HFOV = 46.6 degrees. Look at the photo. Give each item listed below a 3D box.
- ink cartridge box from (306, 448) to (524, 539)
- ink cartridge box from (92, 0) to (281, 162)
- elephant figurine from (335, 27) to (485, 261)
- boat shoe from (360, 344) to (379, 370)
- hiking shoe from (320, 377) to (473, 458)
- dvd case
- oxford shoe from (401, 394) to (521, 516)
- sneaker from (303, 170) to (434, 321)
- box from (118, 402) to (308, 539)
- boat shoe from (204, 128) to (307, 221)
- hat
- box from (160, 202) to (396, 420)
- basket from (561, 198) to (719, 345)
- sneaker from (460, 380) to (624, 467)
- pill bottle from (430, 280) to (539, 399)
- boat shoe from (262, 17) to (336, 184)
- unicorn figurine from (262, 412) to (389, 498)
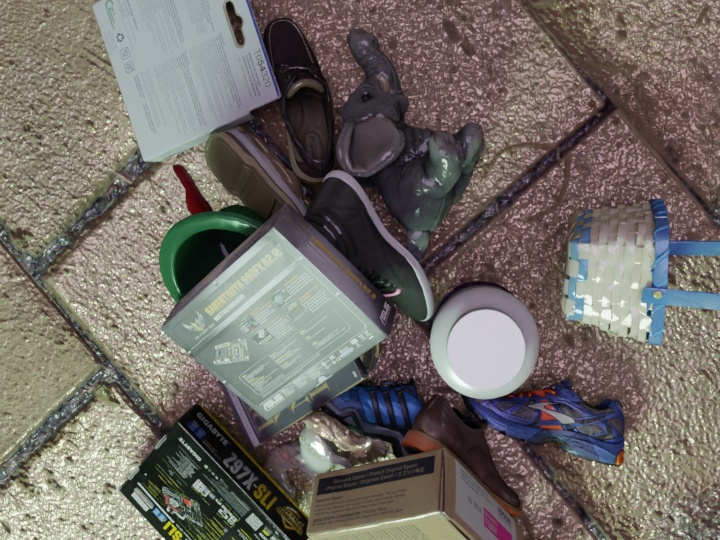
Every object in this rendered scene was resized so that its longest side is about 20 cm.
[{"bbox_3d":[0.064,0.280,0.894,0.163,0.076,0.200,-18,132,27],"label":"ink cartridge box"},{"bbox_3d":[-0.198,-0.254,0.974,0.197,0.043,0.199,-19,89,19],"label":"ink cartridge box"},{"bbox_3d":[0.029,-0.145,0.943,0.198,0.142,0.156,31,54,11],"label":"elephant figurine"},{"bbox_3d":[-0.023,0.020,0.974,0.072,0.060,0.205,-23,71,38],"label":"boat shoe"},{"bbox_3d":[0.027,0.156,0.978,0.198,0.074,0.088,31,87,-6],"label":"hiking shoe"},{"bbox_3d":[-0.094,0.098,0.953,0.199,0.016,0.150,-36,76,34],"label":"dvd case"},{"bbox_3d":[0.129,0.213,0.936,0.200,0.071,0.074,45,65,-34],"label":"oxford shoe"},{"bbox_3d":[0.000,0.000,0.909,0.201,0.070,0.099,53,55,-18],"label":"sneaker"},{"bbox_3d":[-0.170,0.277,0.977,0.200,0.049,0.160,45,124,3],"label":"box"},{"bbox_3d":[-0.094,-0.084,0.961,0.201,0.068,0.075,54,131,9],"label":"boat shoe"},{"bbox_3d":[-0.125,-0.044,0.944,0.165,0.177,0.200,-31,113,30],"label":"hat"},{"bbox_3d":[-0.086,0.050,0.856,0.158,0.049,0.199,43,123,-14],"label":"box"},{"bbox_3d":[0.319,-0.002,0.890,0.197,0.176,0.141,0,107,19],"label":"basket"},{"bbox_3d":[0.211,0.161,0.959,0.197,0.075,0.080,16,85,-3],"label":"sneaker"},{"bbox_3d":[0.130,0.072,0.892,0.110,0.200,0.115,0,93,6],"label":"pill bottle"},{"bbox_3d":[-0.064,-0.202,0.954,0.072,0.065,0.203,-15,81,-17],"label":"boat shoe"},{"bbox_3d":[-0.045,0.221,0.966,0.136,0.074,0.202,21,129,6],"label":"unicorn figurine"}]
